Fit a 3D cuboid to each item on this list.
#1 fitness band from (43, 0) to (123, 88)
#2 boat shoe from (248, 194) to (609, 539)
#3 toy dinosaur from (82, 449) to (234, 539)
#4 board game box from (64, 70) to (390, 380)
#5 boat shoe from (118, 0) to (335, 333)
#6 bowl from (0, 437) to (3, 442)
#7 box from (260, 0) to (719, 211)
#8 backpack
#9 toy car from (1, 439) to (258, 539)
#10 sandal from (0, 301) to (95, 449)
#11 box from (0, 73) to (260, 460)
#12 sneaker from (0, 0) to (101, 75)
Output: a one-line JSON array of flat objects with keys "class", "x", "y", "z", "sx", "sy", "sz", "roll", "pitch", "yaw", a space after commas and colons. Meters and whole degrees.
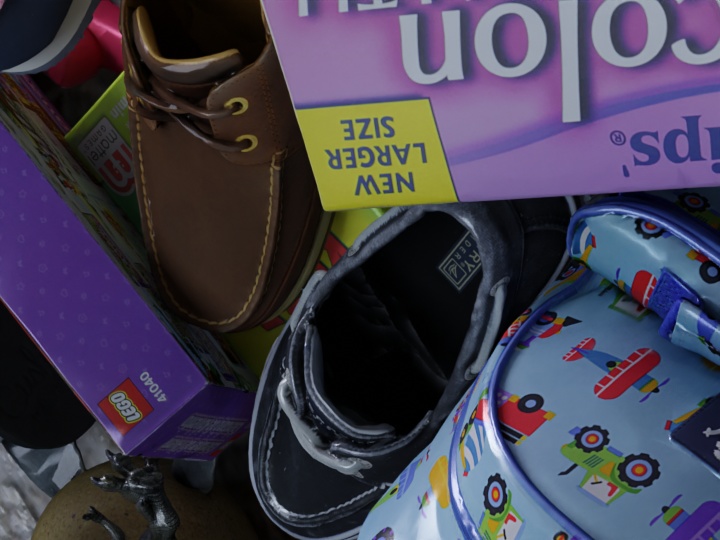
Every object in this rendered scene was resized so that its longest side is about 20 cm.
[{"class": "fitness band", "x": -0.105, "y": -0.151, "z": 1.034, "sx": 0.200, "sy": 0.037, "sz": 0.144, "roll": 44, "pitch": 133, "yaw": 19}, {"class": "boat shoe", "x": 0.005, "y": 0.031, "z": 0.902, "sx": 0.072, "sy": 0.068, "sz": 0.200, "roll": 46, "pitch": 137, "yaw": 6}, {"class": "toy dinosaur", "x": -0.062, "y": 0.115, "z": 0.987, "sx": 0.200, "sy": 0.047, "sz": 0.088, "roll": 27, "pitch": 134, "yaw": 25}, {"class": "board game box", "x": 0.000, "y": 0.000, "z": 0.973, "sx": 0.200, "sy": 0.048, "sz": 0.102, "roll": 51, "pitch": 137, "yaw": 2}, {"class": "boat shoe", "x": -0.045, "y": -0.067, "z": 0.885, "sx": 0.072, "sy": 0.068, "sz": 0.201, "roll": 18, "pitch": 121, "yaw": 21}, {"class": "bowl", "x": -0.216, "y": -0.007, "z": 1.109, "sx": 0.200, "sy": 0.105, "sz": 0.202, "roll": -10, "pitch": 76, "yaw": 45}, {"class": "box", "x": 0.057, "y": -0.128, "z": 0.776, "sx": 0.175, "sy": 0.097, "sz": 0.201, "roll": -2, "pitch": 119, "yaw": 28}, {"class": "backpack", "x": 0.105, "y": 0.060, "z": 0.802, "sx": 0.182, "sy": 0.200, "sz": 0.135, "roll": 39, "pitch": 134, "yaw": 25}, {"class": "toy car", "x": -0.090, "y": 0.128, "z": 1.088, "sx": 0.164, "sy": 0.158, "sz": 0.201, "roll": -5, "pitch": 95, "yaw": 34}, {"class": "sandal", "x": -0.161, "y": -0.011, "z": 1.021, "sx": 0.200, "sy": 0.075, "sz": 0.045, "roll": 38, "pitch": 161, "yaw": -18}, {"class": "box", "x": -0.111, "y": -0.024, "z": 0.988, "sx": 0.039, "sy": 0.137, "sz": 0.200, "roll": -40, "pitch": 81, "yaw": 4}, {"class": "sneaker", "x": -0.101, "y": -0.156, "z": 0.880, "sx": 0.070, "sy": 0.082, "sz": 0.201, "roll": 14, "pitch": 98, "yaw": 25}]
